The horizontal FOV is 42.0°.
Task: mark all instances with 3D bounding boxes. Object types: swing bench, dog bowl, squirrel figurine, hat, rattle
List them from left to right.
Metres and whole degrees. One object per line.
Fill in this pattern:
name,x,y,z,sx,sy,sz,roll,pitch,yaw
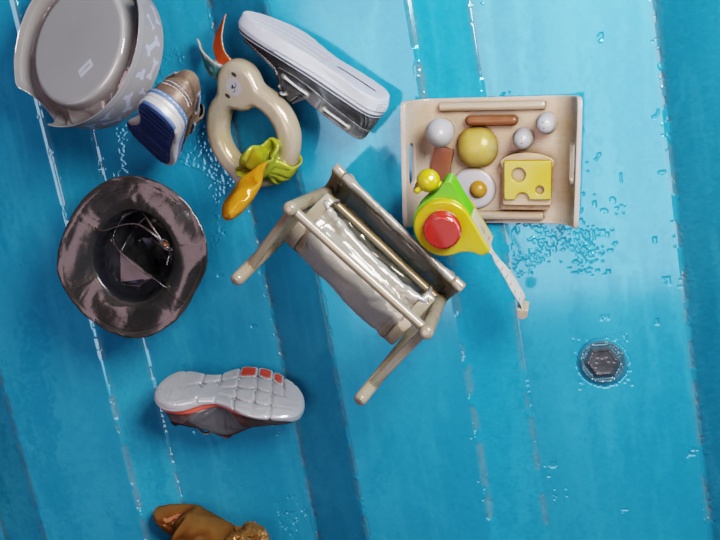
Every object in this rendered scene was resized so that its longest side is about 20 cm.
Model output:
dog bowl,-0.314,-0.257,1.094,0.199,0.059,0.202,-5,80,29
hat,-0.276,-0.022,1.174,0.199,0.081,0.203,1,102,7
squirrel figurine,-0.209,0.404,1.211,0.198,0.187,0.143,-8,102,17
rattle,-0.160,-0.175,1.067,0.130,0.143,0.201,3,119,47
swing bench,0.000,0.000,1.034,0.199,0.200,0.130,42,122,0

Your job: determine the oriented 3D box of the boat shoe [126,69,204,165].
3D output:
boat shoe,-0.215,-0.176,1.080,0.072,0.200,0.073,43,74,-13

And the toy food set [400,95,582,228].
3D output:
toy food set,0.144,-0.118,1.042,0.198,0.060,0.145,2,105,15

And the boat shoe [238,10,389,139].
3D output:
boat shoe,-0.064,-0.219,1.065,0.199,0.072,0.071,36,119,8

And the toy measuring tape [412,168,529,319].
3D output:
toy measuring tape,0.112,-0.022,1.035,0.073,0.074,0.201,-28,106,20

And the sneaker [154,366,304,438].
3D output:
sneaker,-0.163,0.177,1.213,0.198,0.077,0.082,4,133,15
